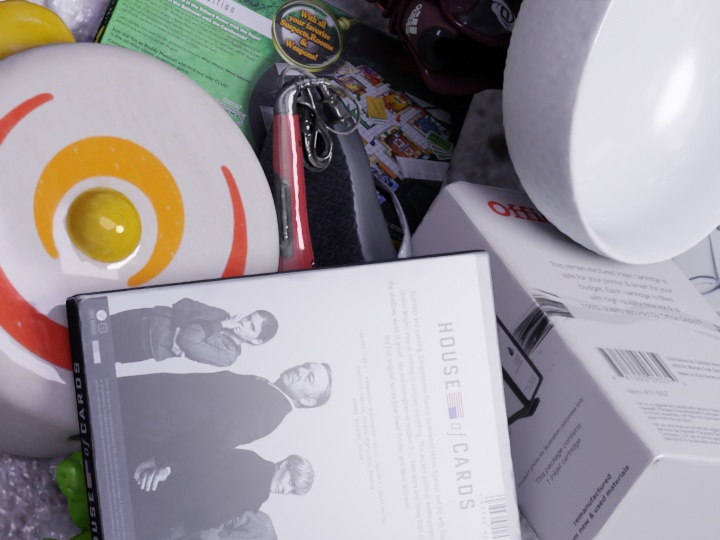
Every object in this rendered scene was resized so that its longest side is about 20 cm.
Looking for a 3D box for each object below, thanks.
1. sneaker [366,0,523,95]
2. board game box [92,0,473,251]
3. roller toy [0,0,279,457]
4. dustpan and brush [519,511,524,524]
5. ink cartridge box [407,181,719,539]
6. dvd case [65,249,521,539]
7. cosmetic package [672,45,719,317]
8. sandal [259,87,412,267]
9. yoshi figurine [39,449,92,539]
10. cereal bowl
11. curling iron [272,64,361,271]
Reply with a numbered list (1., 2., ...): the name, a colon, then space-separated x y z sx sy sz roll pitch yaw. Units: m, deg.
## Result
1. sneaker: 0.020 -0.160 1.242 0.200 0.076 0.116 31 32 -13
2. board game box: -0.042 -0.097 1.256 0.200 0.023 0.105 27 72 -16
3. roller toy: -0.136 -0.011 1.133 0.182 0.140 0.200 22 70 -17
4. dustpan and brush: 0.044 0.114 1.182 0.139 0.200 0.057 -8 116 -24
5. ink cartridge box: 0.120 0.055 1.184 0.146 0.084 0.200 8 35 -41
6. dvd case: -0.027 0.075 1.084 0.200 0.025 0.151 -6 90 -21
7. cosmetic package: 0.224 -0.058 1.276 0.052 0.200 0.151 6 73 -67
8. sandal: 0.000 0.001 1.190 0.043 0.076 0.200 1 61 -42
9. yoshi figurine: -0.092 0.132 1.112 0.112 0.113 0.200 25 46 22
10. cereal bowl: 0.137 -0.109 1.189 0.200 0.083 0.200 -29 130 -40
11. curling iron: -0.023 0.001 1.153 0.050 0.026 0.200 -4 96 -37
